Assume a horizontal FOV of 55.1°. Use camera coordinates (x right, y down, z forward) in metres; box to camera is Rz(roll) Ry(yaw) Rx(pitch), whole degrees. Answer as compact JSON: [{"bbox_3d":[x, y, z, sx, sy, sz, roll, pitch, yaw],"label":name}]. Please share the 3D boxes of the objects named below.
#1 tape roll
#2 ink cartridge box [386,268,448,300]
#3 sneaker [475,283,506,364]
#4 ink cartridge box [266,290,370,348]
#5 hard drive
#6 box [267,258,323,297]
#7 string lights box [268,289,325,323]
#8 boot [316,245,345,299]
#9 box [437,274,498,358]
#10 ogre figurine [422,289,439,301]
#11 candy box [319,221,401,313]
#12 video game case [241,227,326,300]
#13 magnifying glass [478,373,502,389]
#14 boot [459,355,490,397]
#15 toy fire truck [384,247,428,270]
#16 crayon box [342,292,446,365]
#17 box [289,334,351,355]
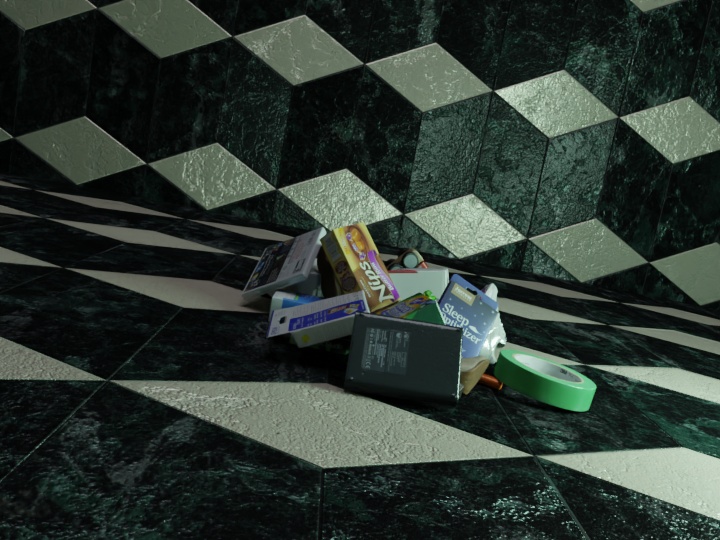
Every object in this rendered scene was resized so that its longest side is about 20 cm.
[{"bbox_3d":[0.366,0.216,1.379,0.196,0.049,0.201,17,8,-3],"label":"tape roll"},{"bbox_3d":[0.142,0.038,1.686,0.143,0.085,0.200,0,2,9],"label":"ink cartridge box"},{"bbox_3d":[0.290,0.125,1.583,0.098,0.203,0.075,27,-32,-8],"label":"sneaker"},{"bbox_3d":[-0.078,0.097,1.349,0.196,0.048,0.198,-16,12,0],"label":"ink cartridge box"},{"bbox_3d":[0.077,0.151,1.200,0.195,0.142,0.033,9,-31,2],"label":"hard drive"},{"bbox_3d":[-0.133,0.037,1.746,0.149,0.109,0.199,6,11,-27],"label":"box"},{"bbox_3d":[-0.104,0.095,1.573,0.195,0.060,0.103,11,9,0],"label":"string lights box"},{"bbox_3d":[-0.017,0.020,1.618,0.152,0.073,0.201,15,30,-21],"label":"boot"},{"bbox_3d":[0.200,0.107,1.391,0.120,0.202,0.032,33,-29,-2],"label":"box"},{"bbox_3d":[0.163,0.126,1.442,0.118,0.100,0.200,22,16,4],"label":"ogre figurine"},{"bbox_3d":[0.000,0.000,1.546,0.056,0.203,0.116,-33,-11,39],"label":"candy box"},{"bbox_3d":[-0.182,-0.018,1.668,0.179,0.024,0.202,-18,30,24],"label":"video game case"},{"bbox_3d":[0.193,0.203,1.408,0.196,0.023,0.079,14,9,27],"label":"magnifying glass"},{"bbox_3d":[0.144,0.175,1.287,0.144,0.072,0.199,29,25,24],"label":"boot"},{"bbox_3d":[0.129,0.062,1.896,0.201,0.175,0.129,52,1,-11],"label":"toy fire truck"},{"bbox_3d":[0.052,0.113,1.315,0.197,0.052,0.126,-27,10,-7],"label":"crayon box"},{"bbox_3d":[-0.042,0.139,1.450,0.195,0.037,0.144,10,9,2],"label":"box"}]
